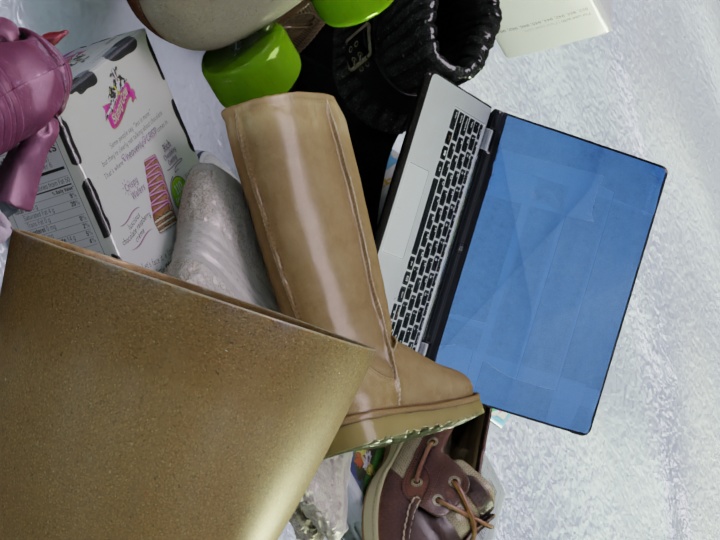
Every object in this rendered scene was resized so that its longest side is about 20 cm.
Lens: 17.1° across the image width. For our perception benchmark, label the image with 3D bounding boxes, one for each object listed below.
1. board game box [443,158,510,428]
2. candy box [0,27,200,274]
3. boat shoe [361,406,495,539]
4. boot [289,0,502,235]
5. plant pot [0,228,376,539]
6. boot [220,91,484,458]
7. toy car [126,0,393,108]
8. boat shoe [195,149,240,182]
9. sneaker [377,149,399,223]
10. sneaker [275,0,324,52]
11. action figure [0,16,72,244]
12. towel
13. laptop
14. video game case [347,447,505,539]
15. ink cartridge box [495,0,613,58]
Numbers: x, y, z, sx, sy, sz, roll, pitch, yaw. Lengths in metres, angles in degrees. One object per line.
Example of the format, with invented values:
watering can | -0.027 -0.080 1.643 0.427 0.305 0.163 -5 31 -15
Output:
board game box | 0.079 0.014 1.652 0.135 0.034 0.200 -58 143 -4
candy box | -0.130 -0.017 1.331 0.201 0.061 0.136 69 23 -15
boat shoe | 0.053 0.148 1.564 0.072 0.072 0.201 58 29 -30
boot | 0.017 -0.100 1.565 0.079 0.157 0.213 14 68 -46
plant pot | -0.110 0.103 1.158 0.186 0.185 0.201 17 91 -62
boot | 0.000 0.000 1.376 0.175 0.066 0.202 -1 75 -66
toy car | -0.101 -0.213 1.405 0.200 0.158 0.165 30 -23 53
boat shoe | -0.040 0.001 1.485 0.203 0.086 0.075 61 27 -29
sneaker | 0.054 -0.016 1.717 0.081 0.076 0.200 60 2 35
sneaker | -0.041 -0.216 1.515 0.071 0.200 0.113 -3 71 -36
action figure | -0.193 -0.083 1.145 0.200 0.148 0.135 -41 106 -49
towel | -0.052 0.051 1.348 0.200 0.034 0.133 56 28 -39
laptop | 0.094 -0.006 1.519 0.200 0.115 0.189 20 87 -69
video game case | 0.039 0.147 1.651 0.183 0.022 0.200 63 27 -24
ink cartridge box | 0.099 -0.264 1.619 0.200 0.083 0.146 54 28 -49
